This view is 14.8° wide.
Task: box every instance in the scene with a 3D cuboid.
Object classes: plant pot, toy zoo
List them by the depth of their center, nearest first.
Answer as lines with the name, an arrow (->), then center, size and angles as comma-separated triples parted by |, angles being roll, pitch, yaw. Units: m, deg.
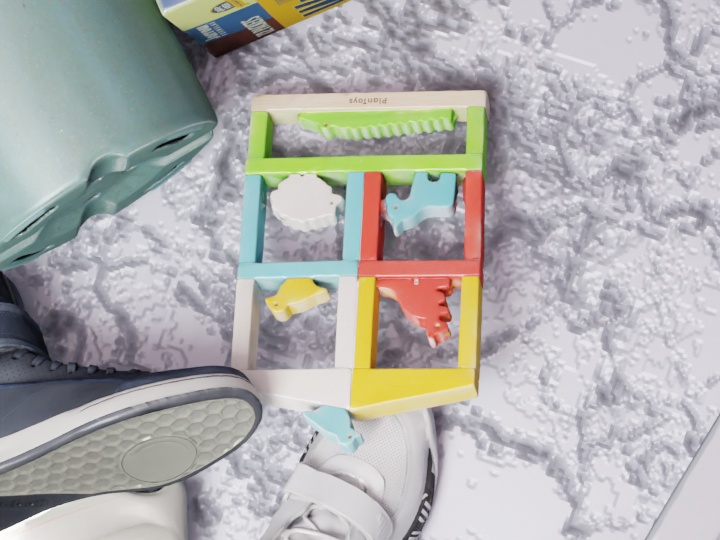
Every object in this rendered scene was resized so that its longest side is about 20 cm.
plant pot -> -0.185, -0.119, 1.441 | 0.200, 0.200, 0.197 | -32, 86, 5
toy zoo -> 0.000, 0.000, 1.455 | 0.130, 0.020, 0.201 | -1, 67, 9

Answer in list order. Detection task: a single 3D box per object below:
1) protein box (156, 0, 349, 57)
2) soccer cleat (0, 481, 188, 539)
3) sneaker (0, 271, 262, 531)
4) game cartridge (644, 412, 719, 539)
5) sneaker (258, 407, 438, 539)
protein box -> -0.034, -0.249, 1.454 | 0.199, 0.135, 0.199 | -22, 82, 6
soccer cleat -> -0.186, 0.139, 1.484 | 0.199, 0.069, 0.078 | 4, 62, 13
sneaker -> -0.155, 0.050, 1.449 | 0.201, 0.077, 0.147 | -16, 52, 8
game cartridge -> 0.256, 0.150, 1.423 | 0.199, 0.040, 0.134 | 32, 94, 10
sneaker -> -0.020, 0.145, 1.426 | 0.075, 0.115, 0.201 | 24, 89, 10
